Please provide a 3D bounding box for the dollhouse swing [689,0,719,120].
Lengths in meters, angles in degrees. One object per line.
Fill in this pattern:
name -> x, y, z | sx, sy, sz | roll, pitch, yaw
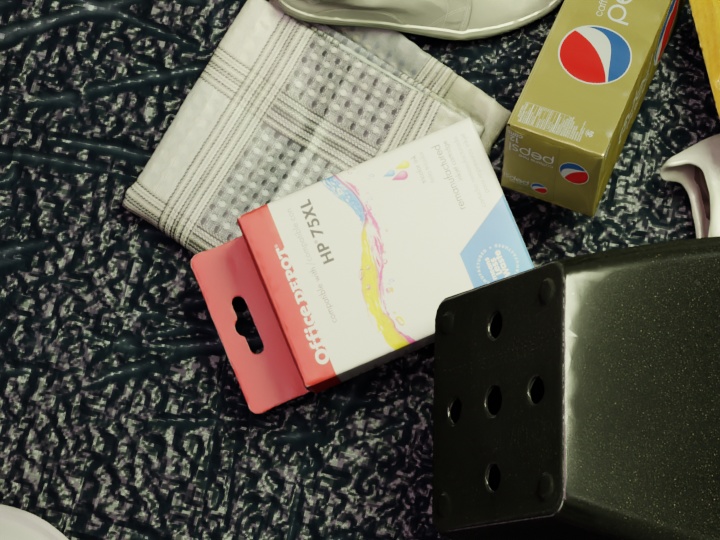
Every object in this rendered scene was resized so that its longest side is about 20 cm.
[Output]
dollhouse swing -> 0.340, -0.130, 1.238 | 0.199, 0.175, 0.183 | -33, 44, 30

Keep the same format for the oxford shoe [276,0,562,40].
oxford shoe -> 0.041, -0.194, 1.327 | 0.198, 0.058, 0.076 | 1, 63, -3

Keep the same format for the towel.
towel -> -0.029, -0.077, 1.335 | 0.192, 0.035, 0.201 | 33, 84, 15

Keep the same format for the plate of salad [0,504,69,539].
plate of salad -> -0.244, 0.250, 1.290 | 0.198, 0.048, 0.202 | -5, 73, 18

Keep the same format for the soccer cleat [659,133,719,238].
soccer cleat -> 0.248, 0.008, 1.251 | 0.077, 0.069, 0.202 | -14, 67, -15

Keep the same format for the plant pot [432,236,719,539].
plant pot -> 0.148, 0.083, 1.150 | 0.176, 0.199, 0.202 | 8, 76, -29

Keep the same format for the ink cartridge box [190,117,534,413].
ink cartridge box -> 0.000, 0.000, 1.272 | 0.198, 0.067, 0.117 | -24, 84, -1

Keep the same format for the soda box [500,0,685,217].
soda box -> 0.152, -0.136, 1.268 | 0.063, 0.068, 0.201 | 20, 60, 12
